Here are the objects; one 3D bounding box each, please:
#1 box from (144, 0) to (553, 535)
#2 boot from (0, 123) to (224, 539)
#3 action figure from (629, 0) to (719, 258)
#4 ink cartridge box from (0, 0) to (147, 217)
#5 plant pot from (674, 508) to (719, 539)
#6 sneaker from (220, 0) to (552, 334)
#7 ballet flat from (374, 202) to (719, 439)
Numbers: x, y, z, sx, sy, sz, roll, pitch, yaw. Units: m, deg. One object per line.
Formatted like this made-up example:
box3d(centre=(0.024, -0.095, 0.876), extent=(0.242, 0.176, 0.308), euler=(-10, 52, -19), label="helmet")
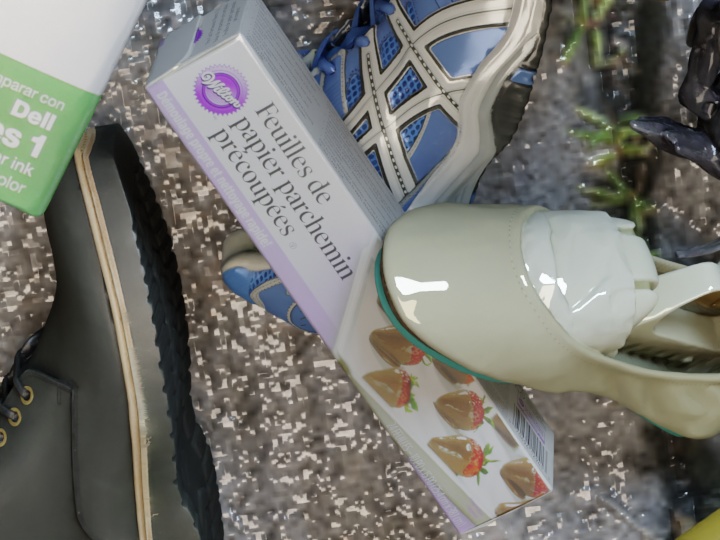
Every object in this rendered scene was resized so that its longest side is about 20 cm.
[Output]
box3d(centre=(0.000, 0.000, 0.914), extent=(0.039, 0.041, 0.200), euler=(-28, 114, 17), label="box")
box3d(centre=(-0.130, 0.052, 0.980), extent=(0.138, 0.077, 0.200), euler=(-5, 109, 5), label="boot")
box3d(centre=(0.167, -0.080, 0.924), extent=(0.119, 0.102, 0.200), euler=(11, 108, -18), label="action figure")
box3d(centre=(-0.093, -0.139, 0.869), extent=(0.084, 0.145, 0.200), euler=(25, 107, -11), label="ink cartridge box")
box3d(centre=(0.238, 0.129, 0.963), extent=(0.189, 0.201, 0.201), euler=(-34, 108, -6), label="plant pot")
box3d(centre=(0.012, -0.062, 0.937), extent=(0.077, 0.076, 0.200), euler=(15, 108, -12), label="sneaker")
box3d(centre=(0.086, 0.010, 0.929), extent=(0.200, 0.069, 0.070), euler=(18, 115, -50), label="ballet flat")
